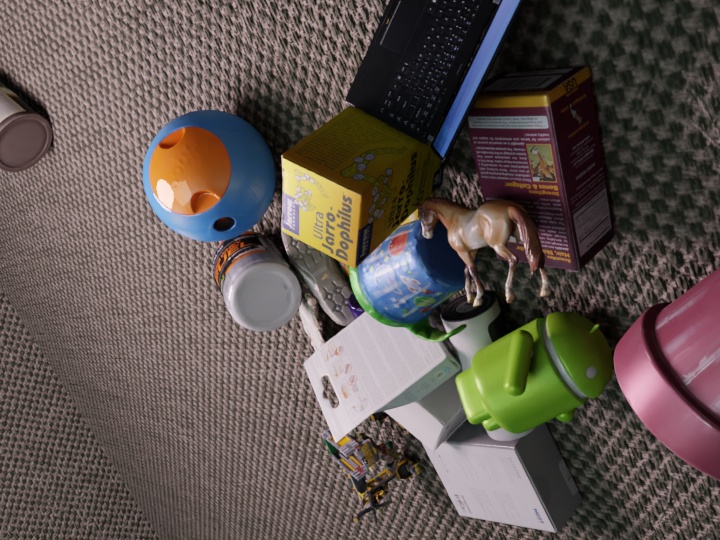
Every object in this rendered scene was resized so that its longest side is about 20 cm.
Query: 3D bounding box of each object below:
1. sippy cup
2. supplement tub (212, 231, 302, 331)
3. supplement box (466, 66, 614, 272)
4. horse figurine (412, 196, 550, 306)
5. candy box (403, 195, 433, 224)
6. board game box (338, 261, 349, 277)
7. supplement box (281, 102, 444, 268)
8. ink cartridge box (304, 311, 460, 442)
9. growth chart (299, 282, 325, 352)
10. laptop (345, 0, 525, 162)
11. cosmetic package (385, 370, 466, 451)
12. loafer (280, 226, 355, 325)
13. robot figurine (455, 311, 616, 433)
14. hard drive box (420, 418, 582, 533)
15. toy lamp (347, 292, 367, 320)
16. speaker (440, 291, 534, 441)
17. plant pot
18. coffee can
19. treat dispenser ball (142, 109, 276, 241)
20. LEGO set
[{"bbox_3d":[0.075,-0.006,1.012,0.178,0.140,0.130,36,149,-17],"label":"sippy cup"},{"bbox_3d":[-0.176,0.009,1.312,0.200,0.122,0.123,-135,24,-62],"label":"supplement tub"},{"bbox_3d":[0.195,-0.110,0.864,0.110,0.086,0.200,11,127,45],"label":"supplement box"},{"bbox_3d":[0.140,-0.029,0.869,0.200,0.050,0.133,-9,95,63],"label":"horse figurine"},{"bbox_3d":[0.051,-0.142,1.053,0.102,0.026,0.200,24,136,28],"label":"candy box"},{"bbox_3d":[-0.031,-0.084,1.201,0.105,0.023,0.200,-13,110,55],"label":"board game box"},{"bbox_3d":[0.009,-0.115,0.931,0.109,0.200,0.109,27,138,22],"label":"supplement box"},{"bbox_3d":[0.026,0.135,1.139,0.047,0.200,0.160,40,-165,-43],"label":"ink cartridge box"},{"bbox_3d":[-0.079,0.095,1.347,0.145,0.018,0.200,52,161,50],"label":"growth chart"},{"bbox_3d":[0.069,-0.226,0.827,0.200,0.103,0.177,34,106,27],"label":"laptop"},{"bbox_3d":[0.075,0.165,1.221,0.200,0.108,0.085,39,143,21],"label":"cosmetic package"},{"bbox_3d":[-0.067,0.000,1.272,0.200,0.070,0.070,62,172,7],"label":"loafer"},{"bbox_3d":[0.219,0.125,0.979,0.200,0.175,0.116,-32,51,23],"label":"robot figurine"},{"bbox_3d":[0.210,0.302,1.210,0.200,0.077,0.156,-9,113,52],"label":"hard drive box"},{"bbox_3d":[0.000,0.000,1.172,0.058,0.058,0.200,22,137,36],"label":"toy lamp"},{"bbox_3d":[0.180,0.134,1.096,0.081,0.081,0.200,-1,119,49],"label":"speaker"},{"bbox_3d":[0.373,0.073,0.747,0.200,0.200,0.179,40,127,17],"label":"plant pot"},{"bbox_3d":[-0.805,-0.332,1.760,0.200,0.146,0.146,38,142,20],"label":"coffee can"},{"bbox_3d":[-0.230,-0.144,1.220,0.201,0.201,0.201,29,139,30],"label":"treat dispenser ball"},{"bbox_3d":[0.031,0.325,1.368,0.116,0.154,0.200,20,129,61],"label":"LEGO set"}]
